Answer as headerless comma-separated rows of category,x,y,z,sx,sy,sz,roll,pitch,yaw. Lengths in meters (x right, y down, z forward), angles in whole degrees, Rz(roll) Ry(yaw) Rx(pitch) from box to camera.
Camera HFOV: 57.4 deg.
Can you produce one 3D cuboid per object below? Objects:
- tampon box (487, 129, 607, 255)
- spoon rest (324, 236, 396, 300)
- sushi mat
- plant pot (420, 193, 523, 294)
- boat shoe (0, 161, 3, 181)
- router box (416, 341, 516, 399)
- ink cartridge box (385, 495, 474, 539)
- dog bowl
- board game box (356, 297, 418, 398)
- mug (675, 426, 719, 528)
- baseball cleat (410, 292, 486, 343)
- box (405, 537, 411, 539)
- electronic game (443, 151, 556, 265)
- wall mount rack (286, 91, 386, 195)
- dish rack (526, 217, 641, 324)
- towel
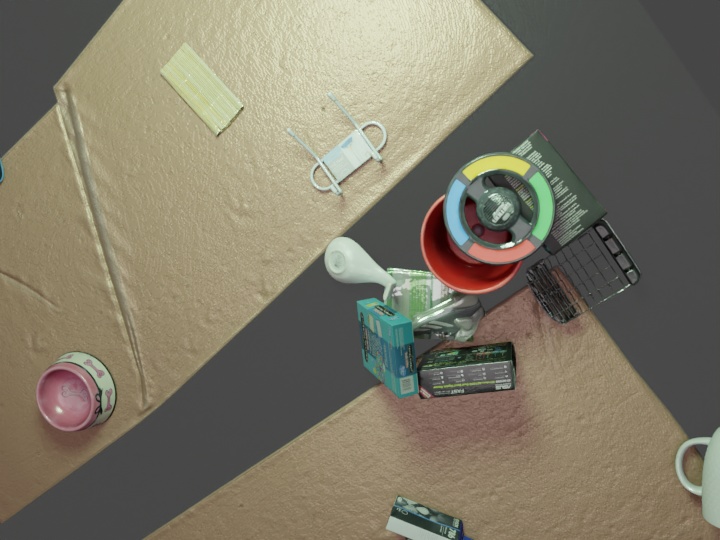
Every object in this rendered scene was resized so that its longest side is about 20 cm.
tampon box,0.351,-0.150,1.265,0.126,0.150,0.200,-39,89,12
spoon rest,0.000,0.000,1.413,0.199,0.060,0.100,32,113,31
sushi mat,-0.355,-0.403,1.467,0.096,0.012,0.200,-43,87,15
plant pot,0.226,-0.067,1.296,0.198,0.177,0.203,2,100,14
boat shoe,-0.923,-0.308,1.589,0.084,0.069,0.202,-22,93,16
router box,0.220,0.205,1.355,0.198,0.150,0.063,-8,97,15
ink cartridge box,0.161,0.570,1.455,0.198,0.099,0.040,19,102,9
dog bowl,-0.715,0.309,1.636,0.198,0.074,0.202,2,100,13
board game box,0.054,0.154,1.359,0.047,0.200,0.153,-10,104,-18
mug,0.720,0.395,1.282,0.199,0.147,0.177,0,91,44
baseball cleat,0.166,0.119,1.373,0.199,0.070,0.107,-29,94,16
box,0.191,0.687,1.493,0.198,0.049,0.163,9,99,12
electronic game,0.246,-0.109,1.172,0.198,0.042,0.202,2,99,13
wall mount rack,-0.050,-0.264,1.384,0.199,0.075,0.174,-37,89,15
dish rack,0.443,0.008,1.322,0.199,0.055,0.154,-34,88,18
towel,0.149,0.074,1.419,0.198,0.031,0.151,5,102,10
